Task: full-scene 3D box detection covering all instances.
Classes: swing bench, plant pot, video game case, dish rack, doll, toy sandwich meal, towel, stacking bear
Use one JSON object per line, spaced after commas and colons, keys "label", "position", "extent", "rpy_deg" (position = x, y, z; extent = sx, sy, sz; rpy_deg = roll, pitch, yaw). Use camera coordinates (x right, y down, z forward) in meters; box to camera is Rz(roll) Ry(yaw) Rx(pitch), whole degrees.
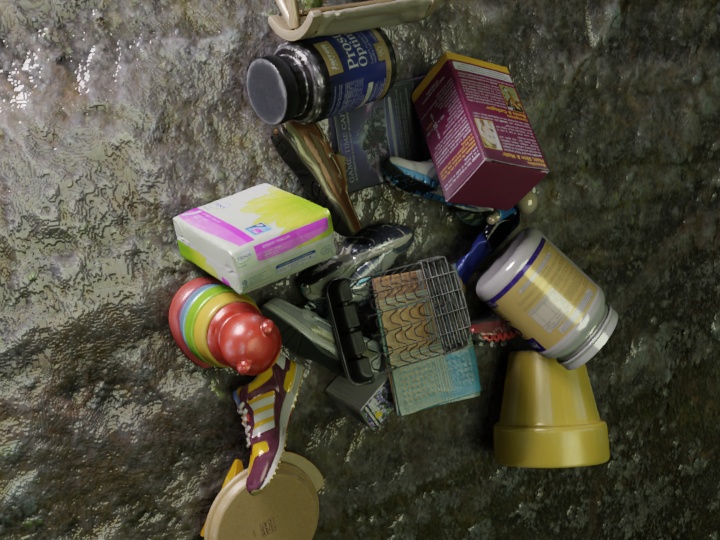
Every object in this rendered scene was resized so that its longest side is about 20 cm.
{"label": "swing bench", "position": [-0.028, -0.401, 1.081], "extent": [0.195, 0.129, 0.205], "rpy_deg": [-16, 87, -28]}
{"label": "plant pot", "position": [0.328, 0.235, 1.442], "extent": [0.197, 0.199, 0.194], "rpy_deg": [1, 84, -32]}
{"label": "video game case", "position": [0.044, -0.211, 1.266], "extent": [0.196, 0.019, 0.146], "rpy_deg": [-18, 108, -28]}
{"label": "dish rack", "position": [0.059, 0.066, 1.187], "extent": [0.196, 0.054, 0.157], "rpy_deg": [-14, 87, -19]}
{"label": "doll", "position": [0.217, -0.054, 1.361], "extent": [0.201, 0.048, 0.136], "rpy_deg": [-49, 160, 0]}
{"label": "toy sandwich meal", "position": [-0.147, 0.359, 1.224], "extent": [0.201, 0.070, 0.211], "rpy_deg": [-7, 104, -29]}
{"label": "towel", "position": [0.099, 0.101, 1.231], "extent": [0.143, 0.022, 0.205], "rpy_deg": [-9, 84, -19]}
{"label": "stacking bear", "position": [-0.168, 0.079, 1.073], "extent": [0.114, 0.199, 0.123], "rpy_deg": [43, 77, -31]}

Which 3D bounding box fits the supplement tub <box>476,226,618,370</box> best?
{"label": "supplement tub", "position": [0.300, 0.047, 1.328], "extent": [0.199, 0.145, 0.146], "rpy_deg": [42, 75, -3]}

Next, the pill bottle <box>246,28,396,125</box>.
{"label": "pill bottle", "position": [-0.052, -0.263, 1.118], "extent": [0.198, 0.110, 0.114], "rpy_deg": [-27, 113, -38]}

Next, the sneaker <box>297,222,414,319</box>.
{"label": "sneaker", "position": [0.000, 0.000, 1.252], "extent": [0.197, 0.077, 0.088], "rpy_deg": [-31, 120, -14]}

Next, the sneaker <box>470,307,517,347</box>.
{"label": "sneaker", "position": [0.253, 0.072, 1.426], "extent": [0.196, 0.070, 0.101], "rpy_deg": [-14, 99, -27]}

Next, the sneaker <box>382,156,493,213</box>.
{"label": "sneaker", "position": [0.123, -0.153, 1.275], "extent": [0.196, 0.075, 0.089], "rpy_deg": [15, 80, -26]}

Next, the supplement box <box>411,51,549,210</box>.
{"label": "supplement box", "position": [0.174, -0.205, 1.222], "extent": [0.128, 0.103, 0.204], "rpy_deg": [6, 56, -33]}

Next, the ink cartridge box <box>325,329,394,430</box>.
{"label": "ink cartridge box", "position": [0.047, 0.143, 1.280], "extent": [0.200, 0.108, 0.051], "rpy_deg": [-46, 119, -17]}

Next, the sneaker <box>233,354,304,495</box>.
{"label": "sneaker", "position": [-0.147, 0.212, 1.170], "extent": [0.088, 0.075, 0.204], "rpy_deg": [22, 59, -14]}

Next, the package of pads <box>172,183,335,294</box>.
{"label": "package of pads", "position": [-0.137, -0.048, 1.070], "extent": [0.152, 0.199, 0.070], "rpy_deg": [-24, 118, -27]}

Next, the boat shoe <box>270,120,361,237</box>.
{"label": "boat shoe", "position": [-0.049, -0.142, 1.186], "extent": [0.074, 0.075, 0.202], "rpy_deg": [-43, 120, -22]}

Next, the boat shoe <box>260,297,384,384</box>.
{"label": "boat shoe", "position": [-0.055, 0.095, 1.212], "extent": [0.199, 0.075, 0.066], "rpy_deg": [29, 58, -8]}

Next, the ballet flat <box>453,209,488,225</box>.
{"label": "ballet flat", "position": [0.194, -0.176, 1.342], "extent": [0.073, 0.074, 0.205], "rpy_deg": [10, 92, -33]}
